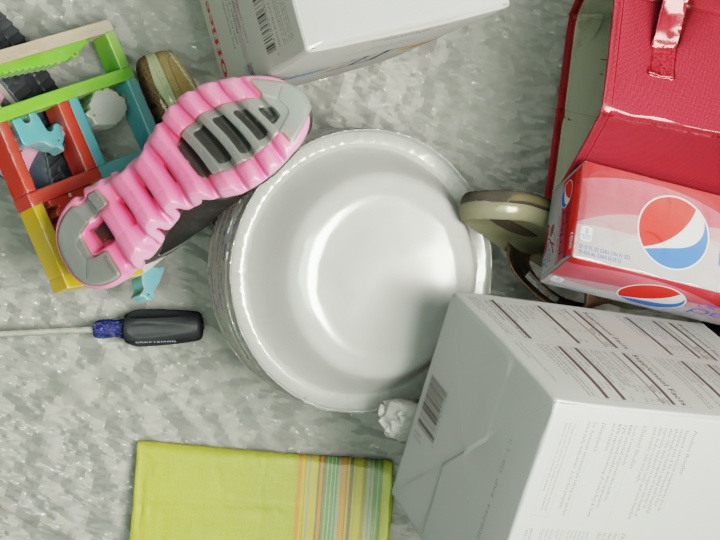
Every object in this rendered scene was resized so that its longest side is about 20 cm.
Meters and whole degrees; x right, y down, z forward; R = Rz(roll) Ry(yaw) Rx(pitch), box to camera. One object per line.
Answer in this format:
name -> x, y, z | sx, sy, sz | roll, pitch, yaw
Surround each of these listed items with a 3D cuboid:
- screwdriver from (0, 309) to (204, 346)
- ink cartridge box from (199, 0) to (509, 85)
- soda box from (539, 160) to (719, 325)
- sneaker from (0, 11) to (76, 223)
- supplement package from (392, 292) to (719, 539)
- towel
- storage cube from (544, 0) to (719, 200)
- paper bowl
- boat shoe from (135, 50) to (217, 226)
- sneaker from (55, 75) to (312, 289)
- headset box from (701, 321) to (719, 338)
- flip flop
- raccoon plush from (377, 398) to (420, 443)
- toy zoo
screwdriver -> -0.216, 0.046, 1.081 | 0.198, 0.029, 0.028 | -3, 95, -6
ink cartridge box -> -0.020, -0.212, 0.965 | 0.144, 0.200, 0.148 | -16, 94, -20
soda box -> 0.223, -0.009, 0.949 | 0.199, 0.063, 0.071 | 13, 72, -9
sneaker -> -0.252, -0.093, 1.065 | 0.082, 0.070, 0.201 | -24, 100, 30
supplement package -> 0.153, 0.122, 0.920 | 0.199, 0.151, 0.153 | 7, 111, -24
towel -> -0.075, 0.180, 1.104 | 0.198, 0.018, 0.087 | 5, 89, 0
storage cube -> 0.236, -0.127, 0.975 | 0.178, 0.200, 0.172 | 11, 70, -2
paper bowl -> 0.000, 0.000, 1.016 | 0.199, 0.104, 0.202 | -2, 95, -21
boat shoe -> -0.090, -0.079, 1.060 | 0.076, 0.072, 0.201 | -30, 105, -5
sneaker -> -0.110, -0.061, 0.973 | 0.199, 0.095, 0.079 | -33, 80, 16
headset box -> 0.325, 0.103, 1.030 | 0.198, 0.077, 0.150 | 4, 92, 0
flip flop -> 0.142, -0.003, 1.023 | 0.081, 0.199, 0.058 | -10, 66, 41
raccoon plush -> 0.083, 0.160, 1.050 | 0.199, 0.097, 0.135 | 7, 95, -25
toy zoo -> -0.192, -0.070, 1.035 | 0.020, 0.131, 0.201 | -18, 97, 45
